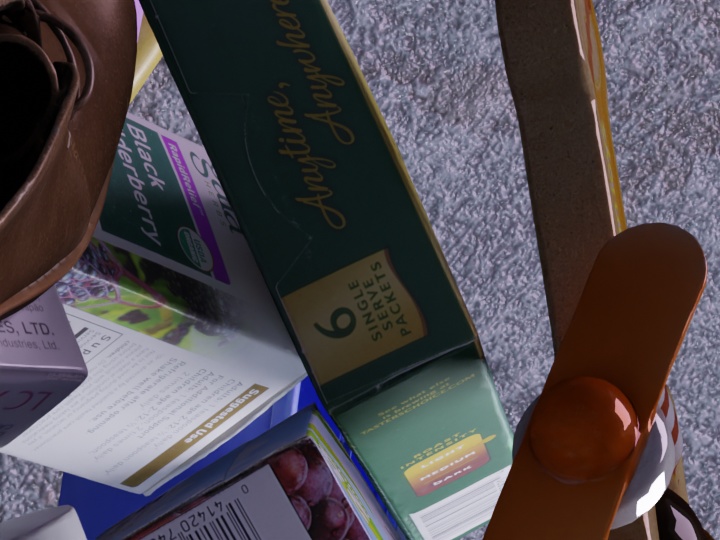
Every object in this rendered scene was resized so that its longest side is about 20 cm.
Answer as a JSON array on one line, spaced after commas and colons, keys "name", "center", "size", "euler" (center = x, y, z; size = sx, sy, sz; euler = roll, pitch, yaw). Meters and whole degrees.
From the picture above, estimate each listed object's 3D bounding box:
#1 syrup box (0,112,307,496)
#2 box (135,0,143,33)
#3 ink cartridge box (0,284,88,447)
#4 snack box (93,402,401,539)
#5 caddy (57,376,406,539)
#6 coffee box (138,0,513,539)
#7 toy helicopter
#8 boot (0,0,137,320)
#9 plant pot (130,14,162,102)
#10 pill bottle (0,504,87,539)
[{"name": "syrup box", "center": [-0.108, -0.007, 0.746], "size": [0.199, 0.081, 0.079], "euler": [23, 38, -48]}, {"name": "box", "center": [-0.133, -0.076, 0.849], "size": [0.137, 0.039, 0.201], "euler": [29, 62, -45]}, {"name": "ink cartridge box", "center": [-0.145, -0.055, 0.605], "size": [0.119, 0.042, 0.201], "euler": [6, 56, -51]}, {"name": "snack box", "center": [0.013, 0.131, 0.559], "size": [0.201, 0.067, 0.169], "euler": [59, -1, 1]}, {"name": "caddy", "center": [-0.029, 0.079, 0.883], "size": [0.141, 0.104, 0.202], "euler": [54, 41, -68]}, {"name": "coffee box", "center": [0.000, 0.000, 0.720], "size": [0.200, 0.044, 0.124], "euler": [63, 3, -71]}, {"name": "toy helicopter", "center": [0.053, 0.021, 0.615], "size": [0.132, 0.078, 0.202], "euler": [19, 61, -73]}, {"name": "boot", "center": [-0.077, -0.033, 0.568], "size": [0.074, 0.075, 0.200], "euler": [41, 31, -12]}, {"name": "plant pot", "center": [-0.150, -0.134, 1.012], "size": [0.194, 0.200, 0.195], "euler": [40, -5, -7]}, {"name": "pill bottle", "center": [-0.070, 0.165, 0.666], "size": [0.111, 0.110, 0.201], "euler": [178, -108, -81]}]
